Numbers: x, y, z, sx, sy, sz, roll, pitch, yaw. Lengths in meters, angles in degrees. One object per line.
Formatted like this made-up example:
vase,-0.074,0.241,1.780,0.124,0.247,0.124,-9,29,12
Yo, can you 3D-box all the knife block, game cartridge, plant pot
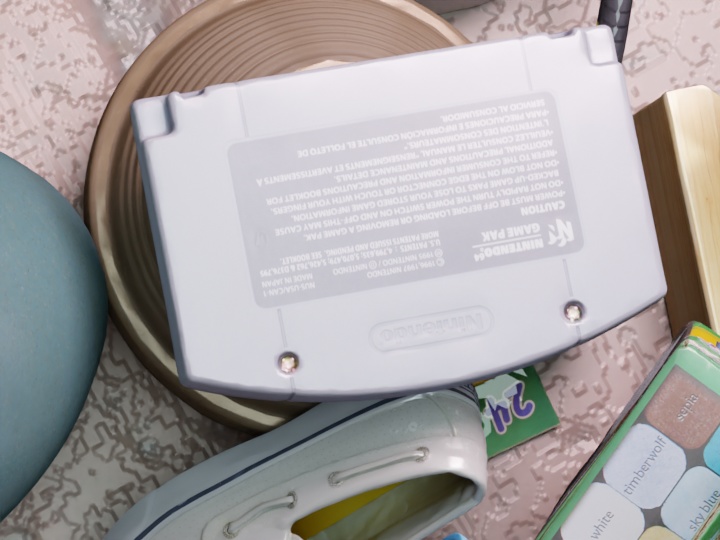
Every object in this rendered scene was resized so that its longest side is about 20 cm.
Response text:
knife block,0.173,0.040,1.286,0.199,0.064,0.176,35,77,-4
game cartridge,0.017,-0.018,1.136,0.199,0.040,0.134,-9,80,-11
plant pot,-0.183,0.020,1.179,0.134,0.200,0.201,-23,86,-44
plant pot,-0.015,-0.031,1.197,0.199,0.093,0.202,1,82,-9

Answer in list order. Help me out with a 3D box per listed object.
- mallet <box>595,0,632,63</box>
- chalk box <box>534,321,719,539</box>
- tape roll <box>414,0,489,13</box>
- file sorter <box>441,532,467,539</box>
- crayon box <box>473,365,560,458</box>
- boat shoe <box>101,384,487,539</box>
mallet,0.108,-0.072,1.261,0.041,0.066,0.201,8,101,-11
chalk box,0.146,0.108,1.153,0.124,0.200,0.125,36,97,5
tape roll,0.028,-0.221,1.295,0.201,0.071,0.204,1,81,-9
file sorter,0.070,0.224,1.180,0.199,0.139,0.123,34,39,-14
crayon box,0.000,0.000,1.268,0.125,0.052,0.201,-24,87,-12
boat shoe,-0.029,0.122,1.189,0.201,0.075,0.086,-30,45,17
